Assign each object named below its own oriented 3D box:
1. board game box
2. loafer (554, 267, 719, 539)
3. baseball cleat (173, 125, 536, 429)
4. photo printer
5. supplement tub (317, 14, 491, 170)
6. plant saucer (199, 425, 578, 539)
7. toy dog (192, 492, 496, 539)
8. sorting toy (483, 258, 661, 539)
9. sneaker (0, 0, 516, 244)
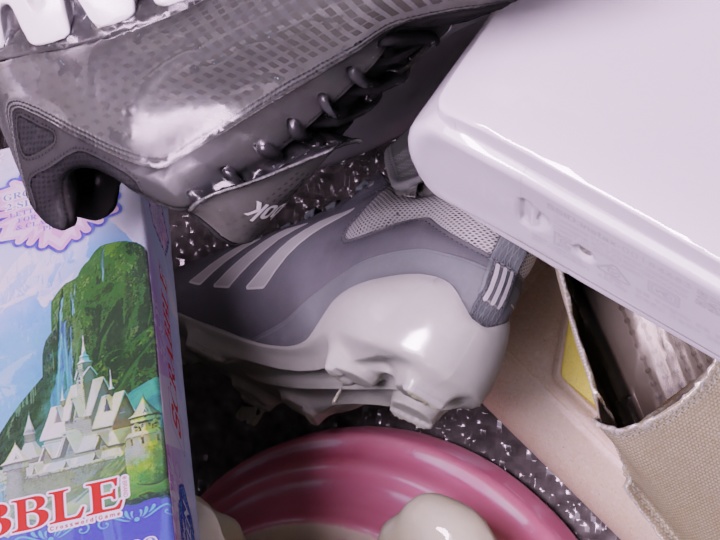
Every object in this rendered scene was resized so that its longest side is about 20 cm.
[{"bbox_3d":[-0.151,0.055,0.836,0.200,0.041,0.200,-14,45,3],"label":"board game box"},{"bbox_3d":[0.108,0.048,0.847,0.076,0.068,0.200,-36,76,25],"label":"loafer"},{"bbox_3d":[0.000,0.000,0.931,0.200,0.070,0.107,7,65,58],"label":"baseball cleat"},{"bbox_3d":[0.135,-0.071,0.807,0.166,0.069,0.200,31,70,15],"label":"photo printer"},{"bbox_3d":[-0.027,-0.144,0.894,0.145,0.145,0.200,-32,81,28],"label":"supplement tub"},{"bbox_3d":[-0.001,0.156,0.971,0.200,0.051,0.201,4,98,28],"label":"plant saucer"},{"bbox_3d":[-0.064,0.160,0.863,0.139,0.200,0.194,7,99,29],"label":"toy dog"},{"bbox_3d":[0.142,0.024,0.883,0.185,0.036,0.200,44,115,17],"label":"sorting toy"},{"bbox_3d":[-0.022,-0.056,0.785,0.200,0.066,0.091,-10,92,28],"label":"sneaker"}]
